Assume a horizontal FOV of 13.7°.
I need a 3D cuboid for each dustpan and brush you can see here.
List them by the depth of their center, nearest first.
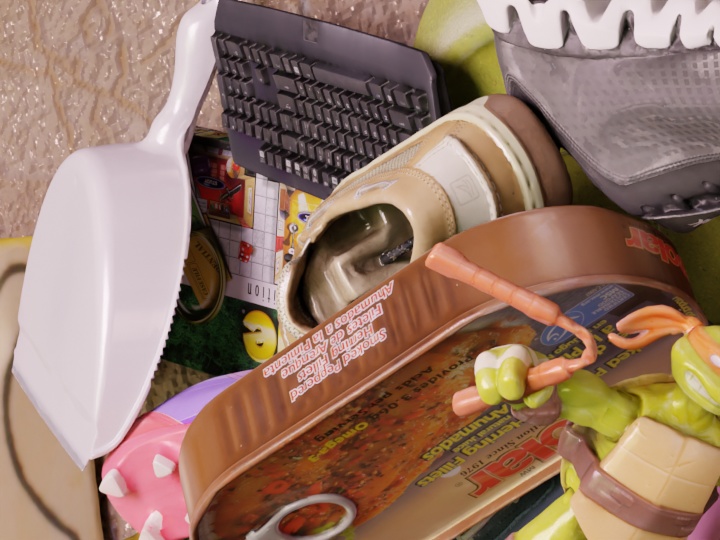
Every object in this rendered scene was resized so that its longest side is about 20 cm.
[{"bbox_3d":[-0.094,-0.031,1.262,0.140,0.057,0.201,-139,55,-63],"label":"dustpan and brush"}]

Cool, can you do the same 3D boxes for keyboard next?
[{"bbox_3d":[-0.007,-0.035,1.156,0.200,0.020,0.128,23,131,63],"label":"keyboard"}]

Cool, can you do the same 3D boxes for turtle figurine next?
[{"bbox_3d":[0.078,0.071,0.959,0.162,0.199,0.065,-59,23,21],"label":"turtle figurine"}]

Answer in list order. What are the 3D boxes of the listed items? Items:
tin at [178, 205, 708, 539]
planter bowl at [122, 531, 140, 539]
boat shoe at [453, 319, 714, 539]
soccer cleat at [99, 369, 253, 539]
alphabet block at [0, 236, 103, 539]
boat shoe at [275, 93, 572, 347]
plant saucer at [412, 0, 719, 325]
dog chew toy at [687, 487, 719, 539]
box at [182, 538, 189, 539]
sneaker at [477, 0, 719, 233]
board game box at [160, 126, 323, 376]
[{"bbox_3d":[0.026,0.045,1.007,0.200,0.112,0.042,-34,50,26],"label":"tin"},{"bbox_3d":[-0.120,0.210,1.265,0.200,0.083,0.202,174,90,-83],"label":"planter bowl"},{"bbox_3d":[0.069,0.076,1.092,0.062,0.075,0.200,44,136,11],"label":"boat shoe"},{"bbox_3d":[-0.019,0.057,1.205,0.199,0.077,0.067,-21,113,31],"label":"soccer cleat"},{"bbox_3d":[-0.248,0.094,1.374,0.196,0.195,0.202,-4,92,43],"label":"alphabet block"},{"bbox_3d":[0.000,0.000,1.049,0.072,0.076,0.200,55,152,10],"label":"boat shoe"},{"bbox_3d":[0.091,-0.027,1.077,0.199,0.031,0.201,24,134,28],"label":"plant saucer"},{"bbox_3d":[0.140,0.116,1.046,0.124,0.124,0.201,43,116,32],"label":"dog chew toy"},{"bbox_3d":[-0.002,0.159,1.243,0.199,0.039,0.138,-13,86,45],"label":"box"},{"bbox_3d":[0.122,-0.053,0.963,0.199,0.066,0.091,14,122,39],"label":"sneaker"},{"bbox_3d":[-0.017,0.004,1.249,0.199,0.023,0.106,13,107,43],"label":"board game box"}]
